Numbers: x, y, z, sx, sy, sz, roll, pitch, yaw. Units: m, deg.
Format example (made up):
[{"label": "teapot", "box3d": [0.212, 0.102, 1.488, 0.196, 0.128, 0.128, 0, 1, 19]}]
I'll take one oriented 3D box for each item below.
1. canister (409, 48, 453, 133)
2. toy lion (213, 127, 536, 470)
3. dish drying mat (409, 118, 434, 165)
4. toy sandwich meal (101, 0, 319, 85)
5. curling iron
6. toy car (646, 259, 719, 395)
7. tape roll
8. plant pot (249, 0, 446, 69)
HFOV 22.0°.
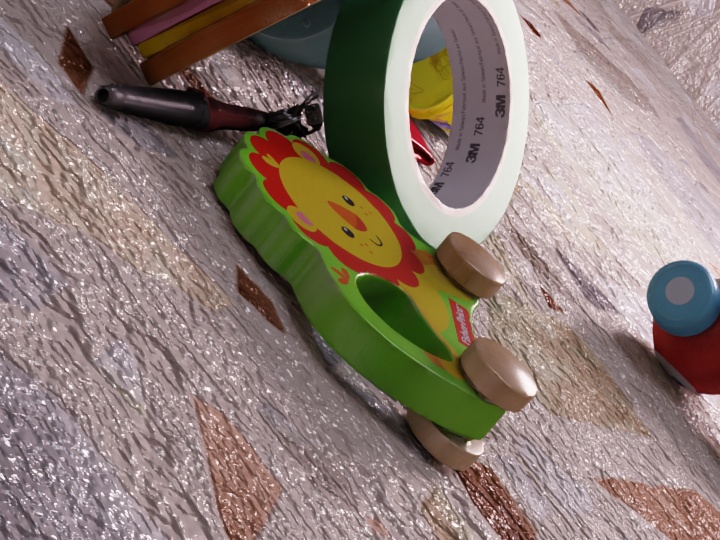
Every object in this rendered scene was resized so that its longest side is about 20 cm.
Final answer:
[{"label": "canister", "box3d": [0.058, -0.186, 1.532, 0.149, 0.086, 0.200, 55, 10, 13]}, {"label": "toy lion", "box3d": [0.000, 0.000, 1.070, 0.191, 0.069, 0.200, 33, 21, -21]}, {"label": "dish drying mat", "box3d": [-0.005, -0.168, 1.492, 0.077, 0.018, 0.200, 26, 27, -53]}, {"label": "toy sandwich meal", "box3d": [-0.058, -0.168, 1.105, 0.071, 0.204, 0.205, 68, 18, -1]}, {"label": "curling iron", "box3d": [-0.087, -0.097, 1.086, 0.200, 0.049, 0.026, 3, 71, -56]}, {"label": "toy car", "box3d": [0.342, 0.107, 1.576, 0.184, 0.176, 0.201, 45, 39, -59]}, {"label": "tape roll", "box3d": [0.047, -0.112, 1.228, 0.200, 0.048, 0.202, -12, 104, -57]}, {"label": "plant pot", "box3d": [-0.020, -0.233, 1.317, 0.201, 0.201, 0.161, 49, 27, 6]}]
